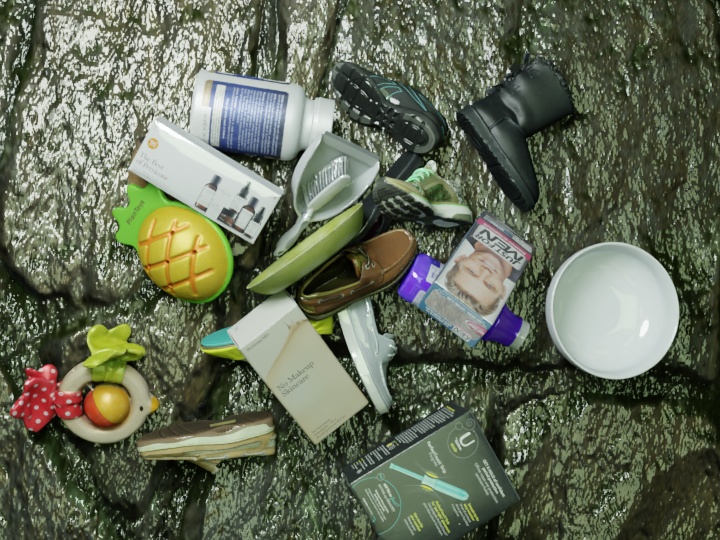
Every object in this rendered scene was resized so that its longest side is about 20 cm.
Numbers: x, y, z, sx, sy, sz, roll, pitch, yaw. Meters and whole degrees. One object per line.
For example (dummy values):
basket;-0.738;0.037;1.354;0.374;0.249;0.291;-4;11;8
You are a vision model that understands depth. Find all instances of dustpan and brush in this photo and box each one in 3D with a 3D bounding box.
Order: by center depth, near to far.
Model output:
dustpan and brush;-0.068;-0.100;1.367;0.200;0.139;0.057;-41;56;24

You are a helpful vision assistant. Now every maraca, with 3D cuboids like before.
maraca;-0.267;-0.039;1.333;0.200;0.107;0.137;40;110;3

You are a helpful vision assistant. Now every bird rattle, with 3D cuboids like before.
bird rattle;-0.379;0.179;1.325;0.200;0.113;0.163;-39;108;-2

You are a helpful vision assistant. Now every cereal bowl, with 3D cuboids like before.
cereal bowl;0.368;0.059;1.403;0.198;0.083;0.202;0;89;-5

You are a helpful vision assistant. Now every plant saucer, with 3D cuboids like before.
plant saucer;-0.070;-0.024;1.306;0.200;0.200;0.031;-37;97;-5

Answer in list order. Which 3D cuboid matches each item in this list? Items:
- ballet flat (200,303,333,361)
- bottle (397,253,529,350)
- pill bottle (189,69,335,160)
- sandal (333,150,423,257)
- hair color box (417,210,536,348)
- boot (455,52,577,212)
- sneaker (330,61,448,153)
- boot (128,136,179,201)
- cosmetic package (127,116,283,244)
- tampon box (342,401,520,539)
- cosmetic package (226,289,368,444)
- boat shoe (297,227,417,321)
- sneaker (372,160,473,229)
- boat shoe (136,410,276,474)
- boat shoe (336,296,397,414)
ballet flat;-0.131;0.101;1.368;0.199;0.067;0.067;-20;111;-7
bottle;0.154;0.051;1.383;0.199;0.084;0.065;29;120;-5
pill bottle;-0.140;-0.219;1.348;0.198;0.111;0.112;8;88;-5
sandal;0.032;-0.090;1.384;0.048;0.075;0.201;42;85;-21
hair color box;0.170;0.008;1.336;0.100;0.061;0.200;36;44;2
boot;0.255;-0.211;1.409;0.162;0.073;0.199;-35;91;-9
sneaker;0.043;-0.246;1.395;0.200;0.076;0.079;38;42;10
boot;-0.244;-0.118;1.368;0.199;0.074;0.076;26;110;-4
cosmetic package;-0.212;-0.125;1.297;0.199;0.051;0.083;30;100;-7
tampon box;0.098;0.307;1.349;0.199;0.126;0.151;-30;92;-6
cosmetic package;-0.087;0.137;1.324;0.103;0.073;0.200;-38;119;-5
boat shoe;0.000;0.000;1.332;0.200;0.068;0.072;-37;67;-13
sneaker;0.087;-0.118;1.354;0.077;0.199;0.089;-13;72;38
boat shoe;-0.219;0.259;1.352;0.198;0.072;0.077;-7;101;-6
boat shoe;0.018;0.108;1.375;0.071;0.070;0.202;-20;88;-2
